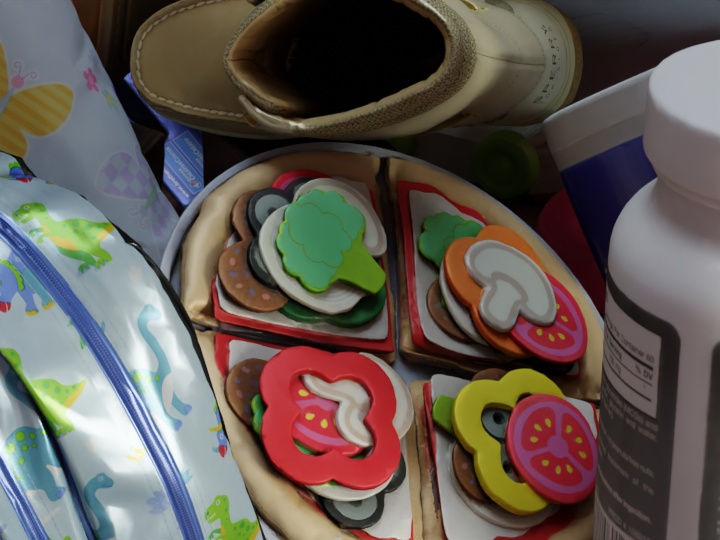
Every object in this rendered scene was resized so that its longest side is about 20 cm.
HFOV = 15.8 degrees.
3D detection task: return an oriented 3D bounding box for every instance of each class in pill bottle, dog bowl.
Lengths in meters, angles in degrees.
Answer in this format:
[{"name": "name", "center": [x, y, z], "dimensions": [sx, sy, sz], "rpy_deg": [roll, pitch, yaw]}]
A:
[{"name": "pill bottle", "center": [0.140, 0.031, 0.888], "dimensions": [0.115, 0.201, 0.116], "rpy_deg": [1, 26, 0]}, {"name": "dog bowl", "center": [0.177, -0.059, 1.029], "dimensions": [0.199, 0.079, 0.200], "rpy_deg": [-22, -1, 0]}]

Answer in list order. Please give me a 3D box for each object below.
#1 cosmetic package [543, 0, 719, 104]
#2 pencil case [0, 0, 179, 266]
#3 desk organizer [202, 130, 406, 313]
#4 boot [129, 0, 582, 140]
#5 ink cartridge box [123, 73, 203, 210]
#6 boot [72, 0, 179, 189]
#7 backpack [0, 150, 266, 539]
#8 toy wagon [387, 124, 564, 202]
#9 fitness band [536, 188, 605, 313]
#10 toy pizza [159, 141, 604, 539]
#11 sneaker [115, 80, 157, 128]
[{"name": "cosmetic package", "center": [0.095, -0.172, 1.143], "dimensions": [0.199, 0.124, 0.199], "rpy_deg": [17, -24, -38]}, {"name": "pencil case", "center": [-0.143, -0.073, 1.103], "dimensions": [0.083, 0.201, 0.091], "rpy_deg": [-24, 5, 5]}, {"name": "desk organizer", "center": [0.000, 0.000, 1.094], "dimensions": [0.071, 0.077, 0.200], "rpy_deg": [-12, 28, -23]}, {"name": "boot", "center": [-0.028, -0.085, 1.034], "dimensions": [0.199, 0.073, 0.155], "rpy_deg": [5, 5, 23]}, {"name": "ink cartridge box", "center": [-0.040, -0.127, 1.261], "dimensions": [0.199, 0.042, 0.120], "rpy_deg": [-34, 74, -21]}, {"name": "boot", "center": [-0.162, -0.120, 1.195], "dimensions": [0.154, 0.201, 0.074], "rpy_deg": [20, 26, 20]}, {"name": "backpack", "center": [-0.107, 0.062, 0.824], "dimensions": [0.153, 0.201, 0.163], "rpy_deg": [-21, 33, -35]}, {"name": "toy wagon", "center": [0.057, -0.086, 1.319], "dimensions": [0.199, 0.040, 0.155], "rpy_deg": [14, 29, 28]}, {"name": "fitness band", "center": [0.173, -0.016, 1.182], "dimensions": [0.199, 0.038, 0.143], "rpy_deg": [-17, 28, -33]}, {"name": "toy pizza", "center": [0.019, 0.033, 0.951], "dimensions": [0.199, 0.032, 0.201], "rpy_deg": [15, 52, -21]}, {"name": "sneaker", "center": [-0.076, -0.142, 1.319], "dimensions": [0.146, 0.081, 0.200], "rpy_deg": [-30, 11, 21]}]
